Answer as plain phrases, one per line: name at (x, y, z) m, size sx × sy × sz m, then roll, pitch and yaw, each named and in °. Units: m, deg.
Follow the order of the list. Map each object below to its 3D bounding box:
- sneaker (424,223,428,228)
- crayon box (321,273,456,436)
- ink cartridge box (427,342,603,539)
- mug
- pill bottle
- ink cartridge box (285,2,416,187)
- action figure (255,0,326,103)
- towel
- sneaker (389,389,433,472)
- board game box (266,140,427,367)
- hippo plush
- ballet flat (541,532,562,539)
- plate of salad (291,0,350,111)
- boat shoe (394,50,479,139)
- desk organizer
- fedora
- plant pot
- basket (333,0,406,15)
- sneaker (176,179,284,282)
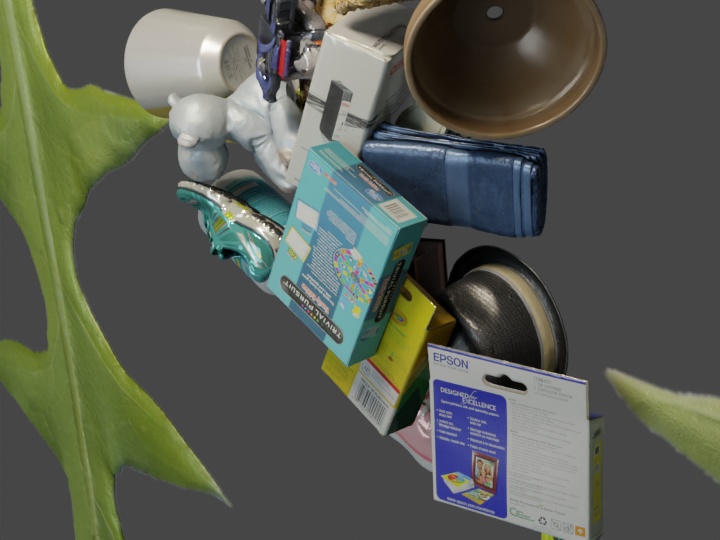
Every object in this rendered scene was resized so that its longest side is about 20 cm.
sneaker at (0.006, -0.079, 1.587) m, size 0.200 × 0.099 × 0.075 m, roll 9°, pitch 110°, yaw 48°
crayon box at (0.034, 0.075, 1.498) m, size 0.127 × 0.051 × 0.200 m, roll 46°, pitch 134°, yaw 30°
ink cartridge box at (0.168, 0.182, 1.420) m, size 0.197 × 0.047 × 0.201 m, roll 12°, pitch 115°, yaw 34°
mug at (-0.200, -0.272, 1.768) m, size 0.153 × 0.186 × 0.150 m, roll 7°, pitch 78°, yaw 41°
pill bottle at (-0.122, -0.041, 1.756) m, size 0.200 × 0.111 × 0.111 m, roll 42°, pitch 134°, yaw 34°
ink cartridge box at (0.000, -0.194, 1.491) m, size 0.084 × 0.144 × 0.200 m, roll 27°, pitch 126°, yaw 11°
action figure at (-0.072, -0.305, 1.522) m, size 0.200 × 0.104 × 0.194 m, roll 106°, pitch 152°, yaw -50°
towel at (0.105, -0.097, 1.432) m, size 0.199 × 0.049 × 0.112 m, roll 9°, pitch 130°, yaw 18°
sneaker at (0.088, 0.176, 1.607) m, size 0.200 × 0.075 × 0.105 m, roll 29°, pitch 131°, yaw 47°
board game box at (-0.019, -0.018, 1.450) m, size 0.151 × 0.047 × 0.200 m, roll 44°, pitch 132°, yaw 28°
hippo plush at (-0.153, -0.171, 1.643) m, size 0.200 × 0.160 × 0.159 m, roll 92°, pitch 156°, yaw -46°
ballet flat at (0.222, 0.239, 1.482) m, size 0.067 × 0.067 × 0.201 m, roll -146°, pitch 47°, yaw -64°
plate of salad at (-0.038, -0.258, 1.612) m, size 0.200 × 0.048 × 0.201 m, roll 24°, pitch 123°, yaw 44°
boat shoe at (0.093, -0.179, 1.466) m, size 0.075 × 0.062 × 0.200 m, roll 52°, pitch 137°, yaw 26°
desk organizer at (0.000, 0.000, 1.591) m, size 0.200 × 0.077 × 0.072 m, roll 4°, pitch 109°, yaw 28°
fedora at (0.141, 0.076, 1.484) m, size 0.200 × 0.091 × 0.201 m, roll 24°, pitch 122°, yaw 44°
plant pot at (0.140, -0.238, 1.316) m, size 0.093 × 0.200 × 0.201 m, roll -95°, pitch 20°, yaw -47°
basket at (0.065, -0.364, 1.354) m, size 0.200 × 0.149 × 0.143 m, roll -9°, pitch 98°, yaw 54°
sneaker at (-0.174, -0.056, 1.681) m, size 0.200 × 0.077 × 0.080 m, roll 35°, pitch 97°, yaw 33°
